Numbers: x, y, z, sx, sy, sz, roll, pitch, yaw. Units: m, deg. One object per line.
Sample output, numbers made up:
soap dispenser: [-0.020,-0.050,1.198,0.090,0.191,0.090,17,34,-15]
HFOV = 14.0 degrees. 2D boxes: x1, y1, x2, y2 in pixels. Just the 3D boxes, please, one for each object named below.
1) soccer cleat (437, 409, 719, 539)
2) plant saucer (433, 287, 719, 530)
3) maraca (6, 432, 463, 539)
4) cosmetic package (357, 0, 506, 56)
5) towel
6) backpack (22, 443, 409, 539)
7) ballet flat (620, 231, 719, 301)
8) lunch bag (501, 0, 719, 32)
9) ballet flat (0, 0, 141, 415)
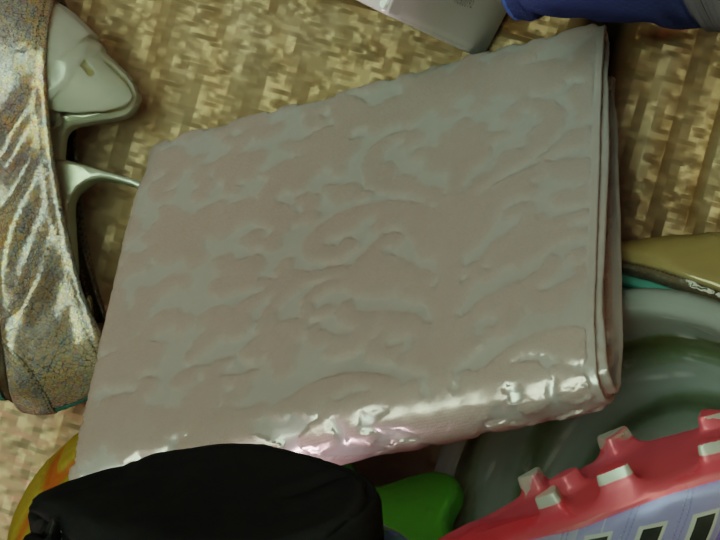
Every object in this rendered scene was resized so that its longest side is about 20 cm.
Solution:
soccer cleat: [0.062,0.110,0.988,0.199,0.067,0.077,-23,97,9]
plant saucer: [0.113,0.106,1.039,0.199,0.050,0.201,1,92,40]
maraca: [-0.047,0.113,1.082,0.199,0.107,0.138,11,68,31]
cosmetic package: [-0.034,-0.167,1.118,0.199,0.108,0.085,28,96,24]
towel: [0.000,0.000,1.069,0.199,0.032,0.192,-14,39,19]
backpack: [-0.005,0.155,0.893,0.153,0.163,0.201,-16,101,-21]
ballet flat: [0.173,0.024,1.045,0.199,0.069,0.063,25,65,20]
lunch bag: [0.129,-0.182,1.024,0.132,0.136,0.201,10,62,23]
ballet flat: [-0.118,-0.044,1.166,0.067,0.068,0.201,-6,88,7]
